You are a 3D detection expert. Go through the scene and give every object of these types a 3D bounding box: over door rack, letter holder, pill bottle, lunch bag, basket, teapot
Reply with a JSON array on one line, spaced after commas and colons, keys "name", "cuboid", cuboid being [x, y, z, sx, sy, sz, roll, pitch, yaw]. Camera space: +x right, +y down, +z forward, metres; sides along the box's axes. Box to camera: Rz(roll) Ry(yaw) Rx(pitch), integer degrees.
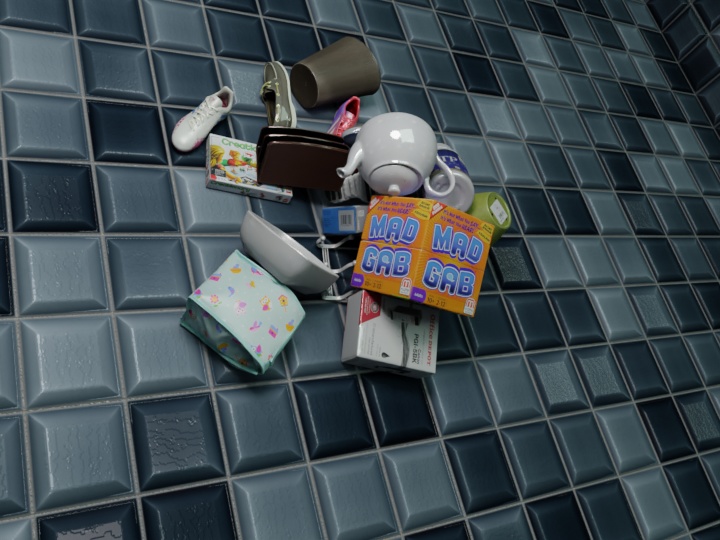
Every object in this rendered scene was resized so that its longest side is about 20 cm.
[{"name": "over door rack", "cuboid": [0.000, 0.000, 1.648, 0.196, 0.067, 0.151, 9, 58, -27]}, {"name": "letter holder", "cuboid": [-0.124, -0.268, 1.620, 0.195, 0.143, 0.102, 4, 58, -18]}, {"name": "pill bottle", "cuboid": [0.195, -0.219, 1.712, 0.118, 0.121, 0.201, 23, 28, -17]}, {"name": "lunch bag", "cuboid": [-0.223, 0.089, 1.420, 0.199, 0.122, 0.171, 37, 48, 1]}, {"name": "basket", "cuboid": [-0.074, -0.503, 1.873, 0.199, 0.137, 0.180, -31, 68, -36]}, {"name": "teapot", "cuboid": [0.078, -0.225, 1.545, 0.197, 0.196, 0.149, 42, 41, -51]}]

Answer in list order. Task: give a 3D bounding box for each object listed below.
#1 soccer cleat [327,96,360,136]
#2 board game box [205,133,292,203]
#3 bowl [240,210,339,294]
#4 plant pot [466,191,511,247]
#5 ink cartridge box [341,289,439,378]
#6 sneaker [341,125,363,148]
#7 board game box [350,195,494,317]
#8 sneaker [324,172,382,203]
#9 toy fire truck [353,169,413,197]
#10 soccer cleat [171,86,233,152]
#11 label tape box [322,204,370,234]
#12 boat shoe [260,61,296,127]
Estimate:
[{"name": "soccer cleat", "cuboid": [-0.045, -0.359, 1.837, 0.067, 0.073, 0.203, 27, 51, -14]}, {"name": "board game box", "cuboid": [-0.253, -0.231, 1.654, 0.196, 0.035, 0.129, 9, 57, -27]}, {"name": "bowl", "cuboid": [-0.156, -0.027, 1.497, 0.199, 0.075, 0.199, 39, 2, 22]}, {"name": "plant pot", "cuboid": [0.261, -0.106, 1.759, 0.185, 0.198, 0.191, 23, 55, -36]}, {"name": "ink cartridge box", "cuboid": [0.068, 0.140, 1.572, 0.196, 0.083, 0.150, 14, 70, -24]}, {"name": "sneaker", "cuboid": [0.049, -0.265, 1.688, 0.196, 0.070, 0.111, 10, 62, -14]}, {"name": "board game box", "cuboid": [0.132, -0.031, 1.552, 0.197, 0.198, 0.204, 17, 86, -39]}, {"name": "sneaker", "cuboid": [0.009, -0.199, 1.711, 0.080, 0.197, 0.077, -18, 109, -50]}, {"name": "toy fire truck", "cuboid": [0.071, -0.252, 1.829, 0.166, 0.112, 0.203, -7, 66, -52]}, {"name": "soccer cleat", "cuboid": [-0.354, -0.348, 1.629, 0.069, 0.086, 0.201, 37, 50, -6]}, {"name": "label tape box", "cuboid": [0.030, -0.121, 1.683, 0.197, 0.143, 0.065, -6, 96, -35]}, {"name": "boat shoe", "cuboid": [-0.209, -0.430, 1.780, 0.059, 0.072, 0.206, 0, 66, -36]}]
